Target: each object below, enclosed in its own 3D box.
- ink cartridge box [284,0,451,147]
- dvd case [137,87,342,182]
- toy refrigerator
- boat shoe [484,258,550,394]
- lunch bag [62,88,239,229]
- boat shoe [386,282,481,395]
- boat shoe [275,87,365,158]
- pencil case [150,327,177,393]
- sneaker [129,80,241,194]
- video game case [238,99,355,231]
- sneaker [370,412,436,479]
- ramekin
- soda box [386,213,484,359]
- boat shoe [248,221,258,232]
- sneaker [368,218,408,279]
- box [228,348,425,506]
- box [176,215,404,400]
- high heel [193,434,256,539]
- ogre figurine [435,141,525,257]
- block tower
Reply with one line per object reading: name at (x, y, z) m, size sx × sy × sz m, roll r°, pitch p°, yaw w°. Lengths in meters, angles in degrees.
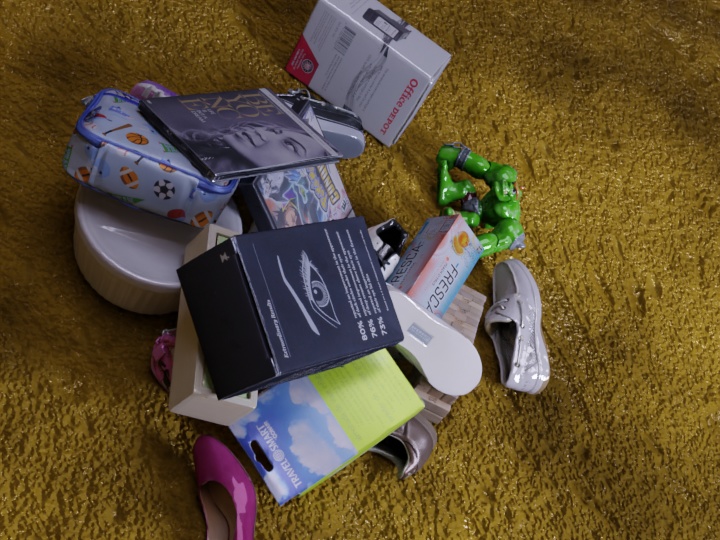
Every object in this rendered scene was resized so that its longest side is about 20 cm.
ink cartridge box at (0.011, -0.300, 1.689) m, size 0.200 × 0.145 × 0.083 m, roll 37°, pitch 44°, yaw 2°
dvd case at (-0.136, -0.161, 1.348) m, size 0.199 × 0.016 × 0.149 m, roll -14°, pitch 48°, yaw -46°
toy refrigerator at (-0.151, 0.057, 1.262) m, size 0.076 × 0.070 × 0.201 m, roll 19°, pitch 56°, yaw -28°
boat shoe at (0.200, 0.067, 1.557) m, size 0.069 × 0.071 × 0.201 m, roll 9°, pitch 53°, yaw -25°
lunch bag at (-0.234, -0.133, 1.325) m, size 0.199 × 0.076 × 0.161 m, roll 25°, pitch 28°, yaw -7°
boat shoe at (0.067, 0.077, 1.387) m, size 0.200 × 0.072 × 0.069 m, roll 34°, pitch 8°, yaw -31°
boat shoe at (-0.083, -0.218, 1.621) m, size 0.198 × 0.074 × 0.069 m, roll 12°, pitch 55°, yaw -21°
pencil case at (-0.153, 0.068, 1.358) m, size 0.082 × 0.087 × 0.200 m, roll 18°, pitch 39°, yaw 28°
sneaker at (-0.211, -0.185, 1.531) m, size 0.199 × 0.081 × 0.089 m, roll 34°, pitch 39°, yaw -8°
video game case at (-0.072, -0.081, 1.464) m, size 0.025 × 0.201 × 0.181 m, roll -1°, pitch 39°, yaw 28°
sneaker at (-0.001, 0.164, 1.373) m, size 0.199 × 0.071 × 0.076 m, roll 36°, pitch 47°, yaw 1°
ramekin at (-0.247, -0.039, 1.379) m, size 0.201 × 0.094 × 0.203 m, roll 15°, pitch 49°, yaw -18°
soda box at (0.079, 0.020, 1.492) m, size 0.069 × 0.063 × 0.200 m, roll 52°, pitch 55°, yaw -26°
boat shoe at (-0.092, -0.100, 1.529) m, size 0.060 × 0.072 × 0.203 m, roll 25°, pitch 54°, yaw -7°
sneaker at (0.000, 0.000, 1.468) m, size 0.074 × 0.080 × 0.200 m, roll 44°, pitch 40°, yaw -15°
box at (-0.041, 0.163, 1.319) m, size 0.199 × 0.048 × 0.122 m, roll -33°, pitch 79°, yaw -14°
box at (-0.071, 0.036, 1.221) m, size 0.199 × 0.104 × 0.149 m, roll -10°, pitch 78°, yaw -47°
high heel at (-0.151, 0.268, 1.207) m, size 0.096 × 0.067 × 0.201 m, roll -8°, pitch 63°, yaw -45°
ogre figurine at (0.170, -0.095, 1.658) m, size 0.119 × 0.099 × 0.201 m, roll 2°, pitch 37°, yaw -6°
block tower at (0.110, 0.098, 1.497) m, size 0.058 × 0.054 × 0.201 m, roll 27°, pitch 47°, yaw -8°
